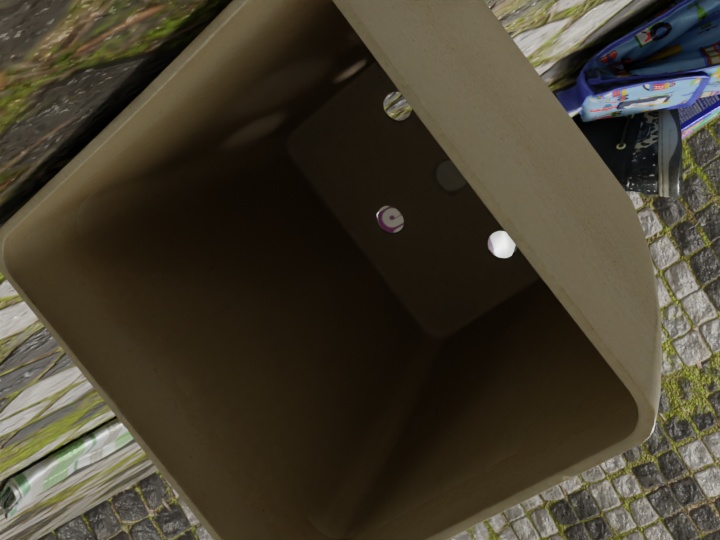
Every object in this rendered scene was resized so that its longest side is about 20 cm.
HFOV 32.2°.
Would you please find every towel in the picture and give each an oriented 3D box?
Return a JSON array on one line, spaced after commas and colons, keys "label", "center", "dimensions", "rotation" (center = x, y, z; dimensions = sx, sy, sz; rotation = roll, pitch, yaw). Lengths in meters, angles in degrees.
[{"label": "towel", "center": [-0.330, 0.221, 1.471], "dimensions": [0.200, 0.031, 0.149], "rotation": [-29, 175, -29]}]

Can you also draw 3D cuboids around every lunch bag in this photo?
[{"label": "lunch bag", "center": [0.254, -0.176, 1.017], "dimensions": [0.199, 0.094, 0.151], "rotation": [-20, 178, 8]}]

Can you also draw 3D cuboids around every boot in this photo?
[{"label": "boot", "center": [0.213, -0.131, 1.151], "dimensions": [0.153, 0.074, 0.204], "rotation": [-5, -145, 10]}]

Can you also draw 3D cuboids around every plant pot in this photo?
[{"label": "plant pot", "center": [0.009, -0.013, 0.528], "dimensions": [0.200, 0.200, 0.177], "rotation": [-35, -175, 35]}]

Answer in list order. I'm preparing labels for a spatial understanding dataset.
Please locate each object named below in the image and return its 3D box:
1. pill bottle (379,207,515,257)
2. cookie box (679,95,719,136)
[{"label": "pill bottle", "center": [0.033, -0.029, 0.844], "dimensions": [0.200, 0.113, 0.112], "rotation": [-32, 175, -7]}, {"label": "cookie box", "center": [0.296, -0.154, 1.389], "dimensions": [0.200, 0.075, 0.171], "rotation": [-32, 175, 12]}]
